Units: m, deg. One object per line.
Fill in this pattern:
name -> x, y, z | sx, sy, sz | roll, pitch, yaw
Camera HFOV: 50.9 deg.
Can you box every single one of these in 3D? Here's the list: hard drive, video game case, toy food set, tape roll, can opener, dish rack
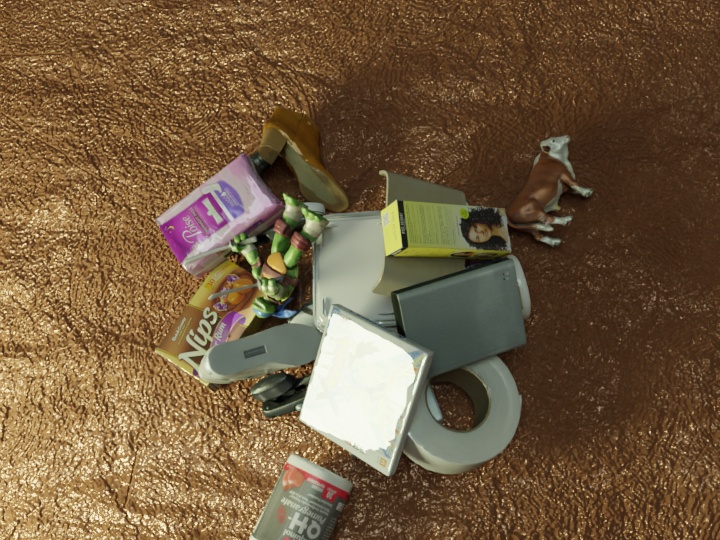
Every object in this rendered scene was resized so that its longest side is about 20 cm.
hard drive -> 0.150, 0.073, 1.142 | 0.199, 0.033, 0.140 | -16, 104, -19
video game case -> 0.003, 0.175, 1.131 | 0.182, 0.022, 0.201 | 25, 106, 31
toy food set -> 0.088, -0.051, 1.178 | 0.143, 0.060, 0.201 | 12, 69, -24
tape roll -> 0.143, 0.208, 1.170 | 0.202, 0.071, 0.203 | 5, 62, -9
can opener -> -0.078, 0.188, 1.220 | 0.199, 0.079, 0.064 | -19, 66, 14
dish rack -> 0.000, 0.000, 1.210 | 0.171, 0.044, 0.201 | -3, 81, 12

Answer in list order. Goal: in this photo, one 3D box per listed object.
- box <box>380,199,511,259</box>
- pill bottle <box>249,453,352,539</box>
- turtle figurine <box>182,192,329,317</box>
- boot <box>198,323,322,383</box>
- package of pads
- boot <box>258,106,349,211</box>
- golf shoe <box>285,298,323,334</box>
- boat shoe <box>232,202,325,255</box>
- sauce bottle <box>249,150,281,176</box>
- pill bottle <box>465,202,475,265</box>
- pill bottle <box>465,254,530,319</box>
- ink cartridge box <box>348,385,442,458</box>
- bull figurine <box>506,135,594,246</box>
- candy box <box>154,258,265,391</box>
box -> 0.131, -0.059, 1.139 | 0.199, 0.050, 0.076 | 0, 75, -28
pill bottle -> -0.101, 0.392, 1.147 | 0.110, 0.111, 0.200 | 22, 74, 12
turtle figurine -> -0.152, -0.027, 1.181 | 0.200, 0.144, 0.194 | 30, 96, -12
boot -> -0.164, 0.136, 1.227 | 0.199, 0.096, 0.074 | -7, 77, -24
package of pads -> -0.237, -0.093, 1.287 | 0.200, 0.076, 0.121 | -37, 74, -1
boot -> -0.088, -0.209, 1.378 | 0.201, 0.071, 0.144 | 36, 41, -17
golf shoe -> -0.031, 0.086, 1.260 | 0.199, 0.078, 0.095 | -23, 59, -1
boat shoe -> -0.156, -0.068, 1.339 | 0.199, 0.070, 0.066 | -12, 77, 1
sauce bottle -> -0.230, -0.157, 1.379 | 0.200, 0.065, 0.065 | -41, 72, -11
pill bottle -> 0.089, -0.050, 1.284 | 0.199, 0.114, 0.114 | -8, 70, 3
pill bottle -> 0.169, 0.048, 1.243 | 0.199, 0.111, 0.111 | -14, 70, 1
ink cartridge box -> 0.026, 0.184, 1.242 | 0.162, 0.050, 0.201 | -21, 73, -3
bull figurine -> 0.332, -0.140, 1.318 | 0.121, 0.065, 0.200 | 31, 77, 18
candy box -> -0.243, 0.091, 1.296 | 0.116, 0.056, 0.200 | 30, 75, 15
